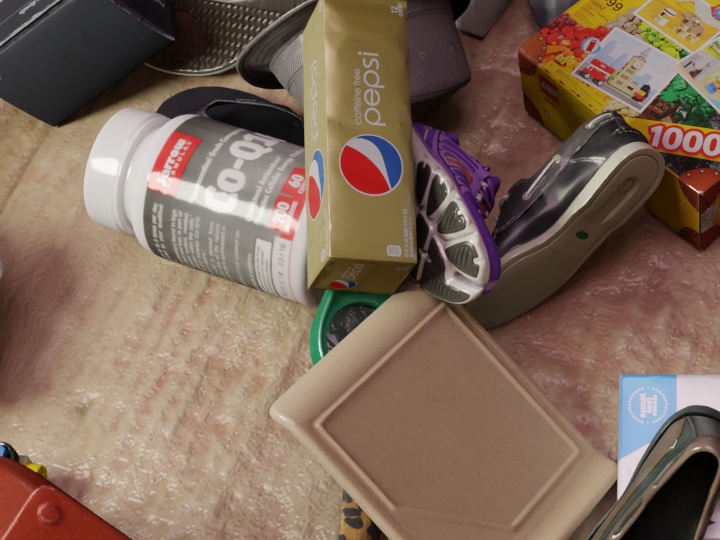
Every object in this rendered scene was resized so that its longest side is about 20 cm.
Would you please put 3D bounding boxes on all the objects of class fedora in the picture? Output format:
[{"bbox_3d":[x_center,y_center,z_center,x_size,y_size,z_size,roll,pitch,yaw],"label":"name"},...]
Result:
[{"bbox_3d":[0.011,-0.153,1.417,0.177,0.200,0.091,-32,78,37],"label":"fedora"}]

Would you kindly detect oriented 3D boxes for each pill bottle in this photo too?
[{"bbox_3d":[-0.102,-0.053,1.391,0.199,0.114,0.114,18,61,21],"label":"pill bottle"}]

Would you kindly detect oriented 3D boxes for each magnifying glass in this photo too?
[{"bbox_3d":[0.000,0.000,1.294,0.079,0.022,0.201,5,69,-25],"label":"magnifying glass"}]

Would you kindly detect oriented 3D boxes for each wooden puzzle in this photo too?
[{"bbox_3d":[0.058,0.118,1.228,0.200,0.037,0.185,44,47,6],"label":"wooden puzzle"}]

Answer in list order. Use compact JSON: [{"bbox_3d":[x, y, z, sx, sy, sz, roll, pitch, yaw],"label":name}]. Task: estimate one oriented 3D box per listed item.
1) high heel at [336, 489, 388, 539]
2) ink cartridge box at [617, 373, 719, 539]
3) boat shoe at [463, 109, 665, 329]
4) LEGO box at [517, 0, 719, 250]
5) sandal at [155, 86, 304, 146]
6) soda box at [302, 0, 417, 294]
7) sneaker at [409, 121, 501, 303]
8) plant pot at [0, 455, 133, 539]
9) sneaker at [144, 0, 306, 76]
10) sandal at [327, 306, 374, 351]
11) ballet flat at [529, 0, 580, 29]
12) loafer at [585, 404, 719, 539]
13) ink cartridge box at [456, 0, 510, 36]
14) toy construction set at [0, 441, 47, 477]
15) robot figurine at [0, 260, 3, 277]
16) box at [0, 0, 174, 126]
[{"bbox_3d":[-0.032,0.190,1.220,0.199,0.071,0.143,-26,74,-17],"label":"high heel"},{"bbox_3d":[0.271,0.132,1.212,0.199,0.068,0.116,-1,68,10],"label":"ink cartridge box"},{"bbox_3d":[0.130,-0.032,1.337,0.200,0.072,0.068,-45,52,12],"label":"boat shoe"},{"bbox_3d":[0.242,-0.135,1.402,0.149,0.077,0.200,-38,58,-15],"label":"LEGO box"},{"bbox_3d":[-0.076,-0.108,1.467,0.199,0.043,0.076,19,62,22],"label":"sandal"},{"bbox_3d":[-0.002,-0.089,1.274,0.064,0.068,0.201,3,70,-14],"label":"soda box"},{"bbox_3d":[0.069,-0.052,1.311,0.083,0.081,0.200,5,34,-19],"label":"sneaker"},{"bbox_3d":[-0.198,0.233,1.128,0.200,0.176,0.200,37,64,-12],"label":"plant pot"},{"bbox_3d":[-0.096,-0.214,1.542,0.199,0.073,0.085,-9,19,15],"label":"sneaker"},{"bbox_3d":[0.023,0.095,1.307,0.075,0.048,0.201,-17,56,0],"label":"sandal"},{"bbox_3d":[0.174,-0.277,1.513,0.073,0.073,0.201,-1,56,10],"label":"ballet flat"},{"bbox_3d":[0.177,0.180,1.147,0.072,0.063,0.201,23,103,4],"label":"loafer"},{"bbox_3d":[0.029,-0.297,1.511,0.200,0.146,0.084,25,63,24],"label":"ink cartridge box"},{"bbox_3d":[-0.291,0.181,1.292,0.199,0.092,0.132,13,59,6],"label":"toy construction set"},{"bbox_3d":[-0.349,0.020,1.390,0.169,0.113,0.200,-31,56,0],"label":"robot figurine"},{"bbox_3d":[-0.247,-0.247,1.524,0.148,0.104,0.201,-30,51,27],"label":"box"}]
